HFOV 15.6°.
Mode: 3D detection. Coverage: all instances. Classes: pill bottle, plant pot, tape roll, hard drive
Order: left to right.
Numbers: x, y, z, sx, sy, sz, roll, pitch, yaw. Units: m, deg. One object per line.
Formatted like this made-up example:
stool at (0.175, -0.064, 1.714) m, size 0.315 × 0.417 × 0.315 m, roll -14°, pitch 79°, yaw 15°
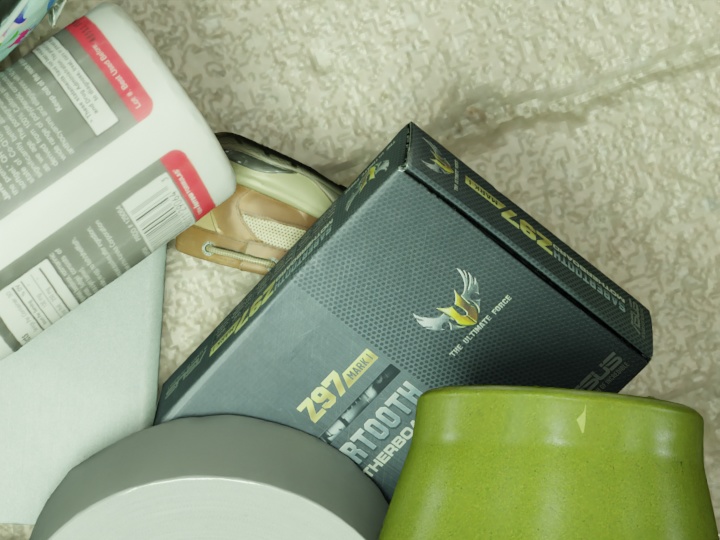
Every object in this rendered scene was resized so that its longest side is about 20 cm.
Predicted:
pill bottle at (-0.166, -0.027, 1.232) m, size 0.199 × 0.111 × 0.111 m, roll -35°, pitch 95°, yaw -6°
hard drive at (-0.168, 0.024, 1.305) m, size 0.138 × 0.033 × 0.202 m, roll 4°, pitch 90°, yaw -8°
tape roll at (-0.069, 0.173, 1.267) m, size 0.199 × 0.066 × 0.202 m, roll 0°, pitch 114°, yaw 1°
plant pot at (0.083, 0.152, 1.163) m, size 0.199 × 0.200 × 0.195 m, roll 6°, pitch 82°, yaw -8°

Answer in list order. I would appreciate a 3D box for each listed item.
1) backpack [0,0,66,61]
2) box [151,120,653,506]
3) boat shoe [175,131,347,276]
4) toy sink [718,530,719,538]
backpack at (-0.204, -0.185, 1.237) m, size 0.177 × 0.151 × 0.200 m, roll 43°, pitch 84°, yaw -4°
box at (0.019, 0.049, 1.269) m, size 0.157 × 0.051 × 0.200 m, roll 38°, pitch 115°, yaw -15°
boat shoe at (0.000, 0.000, 1.314) m, size 0.199 × 0.076 × 0.074 m, roll 24°, pitch 93°, yaw 1°
toy sink at (0.104, 0.200, 1.307) m, size 0.130 × 0.112 × 0.201 m, roll 27°, pitch 92°, yaw -7°
